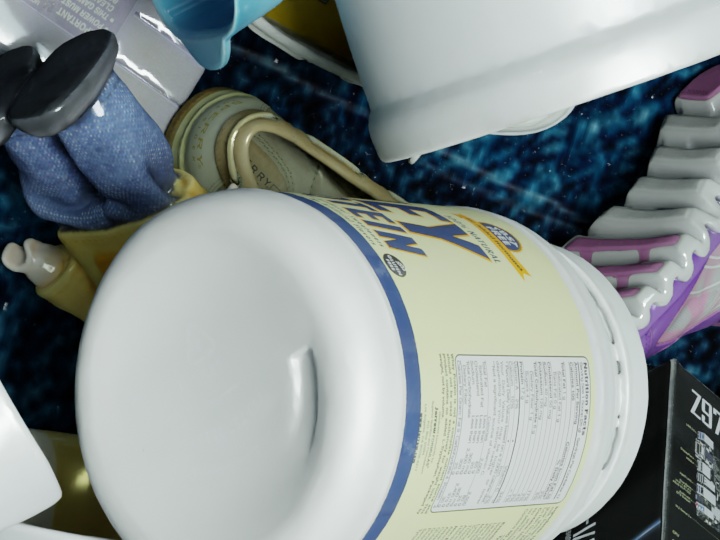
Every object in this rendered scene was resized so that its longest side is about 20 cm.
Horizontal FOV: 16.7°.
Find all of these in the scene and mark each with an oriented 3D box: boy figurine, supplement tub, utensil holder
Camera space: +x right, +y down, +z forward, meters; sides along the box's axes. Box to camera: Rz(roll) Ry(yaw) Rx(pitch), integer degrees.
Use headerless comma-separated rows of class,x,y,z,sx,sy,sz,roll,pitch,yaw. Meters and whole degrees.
boy figurine,-0.089,-0.002,0.994,0.201,0.124,0.065,61,38,-32
supplement tub,0.006,0.046,0.925,0.199,0.144,0.146,3,94,-53
utensil holder,0.053,-0.159,0.888,0.169,0.170,0.201,-21,94,-19

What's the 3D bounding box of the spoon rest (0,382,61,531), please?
spoon rest,-0.177,0.010,0.926,0.099,0.200,0.061,-27,145,-20

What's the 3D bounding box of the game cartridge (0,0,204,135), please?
game cartridge,-0.135,-0.154,1.000,0.200,0.038,0.130,35,85,-21

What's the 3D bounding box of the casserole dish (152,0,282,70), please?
casserole dish,-0.066,-0.176,0.903,0.039,0.121,0.201,-19,101,-19

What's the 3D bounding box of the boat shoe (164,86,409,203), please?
boat shoe,0.001,-0.002,1.041,0.073,0.063,0.201,-51,120,-12

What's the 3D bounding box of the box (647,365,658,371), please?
box,0.090,0.159,1.106,0.157,0.051,0.201,-14,100,-19

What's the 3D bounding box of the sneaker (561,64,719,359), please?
sneaker,0.148,-0.001,1.097,0.200,0.080,0.089,-49,121,-23

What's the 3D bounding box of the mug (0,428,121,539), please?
mug,-0.105,0.160,0.982,0.185,0.149,0.154,8,99,-16

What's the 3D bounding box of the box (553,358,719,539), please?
box,0.161,0.165,1.016,0.200,0.086,0.164,39,37,-23

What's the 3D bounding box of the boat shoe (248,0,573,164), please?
boat shoe,0.026,-0.091,1.016,0.201,0.086,0.075,27,116,-38
